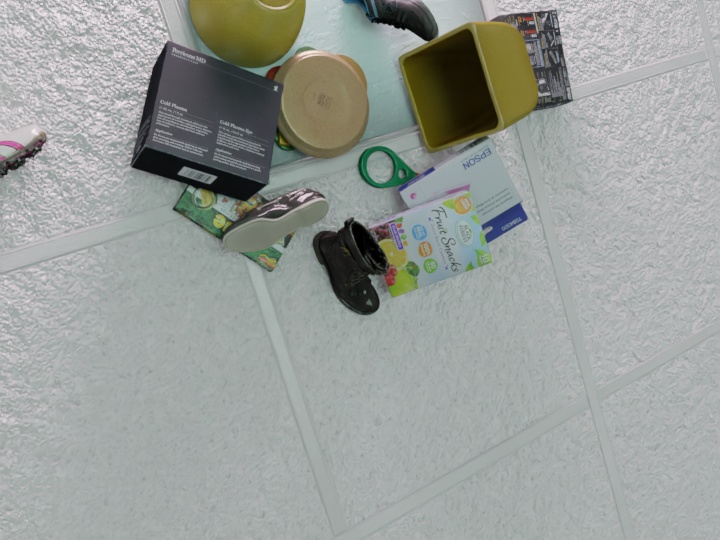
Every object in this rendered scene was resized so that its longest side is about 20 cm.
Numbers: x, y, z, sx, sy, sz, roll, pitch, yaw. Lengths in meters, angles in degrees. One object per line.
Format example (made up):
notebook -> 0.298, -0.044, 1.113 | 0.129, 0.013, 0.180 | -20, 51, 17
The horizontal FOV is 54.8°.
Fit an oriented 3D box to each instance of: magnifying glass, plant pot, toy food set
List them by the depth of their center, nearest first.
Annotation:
plant pot -> -0.168, -0.454, 1.150 | 0.200, 0.142, 0.201 | 0, 89, -28
toy food set -> -0.075, -0.301, 1.248 | 0.198, 0.049, 0.201 | 2, 89, -27
plant pot -> 0.229, -0.362, 1.333 | 0.200, 0.194, 0.196 | -27, 102, -38
magnifying glass -> 0.086, -0.184, 1.347 | 0.200, 0.022, 0.080 | 14, 83, -24

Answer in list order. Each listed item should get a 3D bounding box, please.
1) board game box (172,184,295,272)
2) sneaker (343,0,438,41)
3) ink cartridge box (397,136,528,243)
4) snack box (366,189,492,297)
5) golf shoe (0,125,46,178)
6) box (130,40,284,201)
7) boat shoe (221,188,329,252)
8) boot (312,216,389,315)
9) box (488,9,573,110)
board game box -> -0.209, -0.093, 1.193 | 0.200, 0.023, 0.105 | 34, 77, -22
sneaker -> 0.056, -0.479, 1.289 | 0.200, 0.073, 0.082 | 39, 80, 9
ink cartridge box -> 0.203, -0.124, 1.335 | 0.196, 0.043, 0.200 | -32, 110, 7
snack box -> 0.127, -0.051, 1.296 | 0.200, 0.053, 0.142 | -19, 102, 3
golf shoe -> -0.551, -0.165, 0.990 | 0.200, 0.073, 0.092 | -35, 103, -23
box -> -0.242, -0.233, 1.115 | 0.200, 0.104, 0.183 | 16, 72, -26
boat shoe -> -0.150, -0.088, 1.187 | 0.200, 0.057, 0.067 | -23, 136, -23
boot -> 0.000, 0.000, 1.212 | 0.069, 0.174, 0.200 | -41, 107, -21
box -> 0.361, -0.441, 1.472 | 0.157, 0.050, 0.200 | -16, 96, -26
